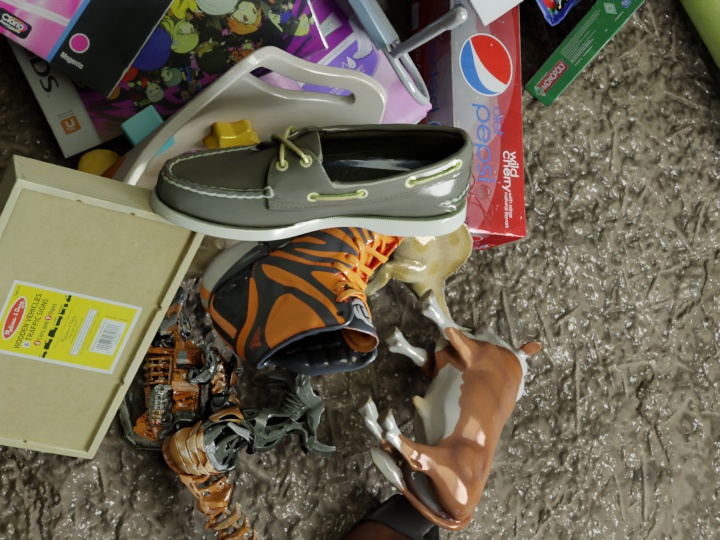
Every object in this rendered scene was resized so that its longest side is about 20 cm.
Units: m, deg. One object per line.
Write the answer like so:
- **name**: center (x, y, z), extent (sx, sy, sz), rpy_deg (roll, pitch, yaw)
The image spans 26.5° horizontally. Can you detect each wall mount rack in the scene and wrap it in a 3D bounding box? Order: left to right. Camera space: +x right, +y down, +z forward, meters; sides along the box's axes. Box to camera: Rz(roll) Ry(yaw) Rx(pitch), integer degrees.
- **wall mount rack**: center (0.016, -0.213, 1.059), extent (0.074, 0.174, 0.201), rpy_deg (-31, 97, 12)

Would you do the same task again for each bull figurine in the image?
- **bull figurine**: center (0.068, 0.093, 1.125), extent (0.121, 0.065, 0.201), rpy_deg (39, 42, -18)

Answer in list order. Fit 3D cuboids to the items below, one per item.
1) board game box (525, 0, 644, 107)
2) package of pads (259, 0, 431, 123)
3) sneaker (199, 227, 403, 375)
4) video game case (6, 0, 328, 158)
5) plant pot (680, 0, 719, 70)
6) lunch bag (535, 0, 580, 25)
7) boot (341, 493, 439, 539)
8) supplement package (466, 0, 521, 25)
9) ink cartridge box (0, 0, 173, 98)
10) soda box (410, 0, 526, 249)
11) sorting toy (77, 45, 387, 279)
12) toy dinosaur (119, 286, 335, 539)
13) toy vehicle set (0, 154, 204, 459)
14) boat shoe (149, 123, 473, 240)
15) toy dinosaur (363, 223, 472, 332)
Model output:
- **board game box**: center (0.213, -0.223, 1.216), extent (0.029, 0.200, 0.135), rpy_deg (40, 63, 0)
- **package of pads**: center (-0.049, -0.159, 1.125), extent (0.120, 0.076, 0.200), rpy_deg (-44, 104, -32)
- **sneaker**: center (0.000, 0.000, 1.000), extent (0.200, 0.112, 0.078), rpy_deg (-37, 140, -4)
- **video game case**: center (-0.144, -0.193, 1.012), extent (0.199, 0.036, 0.182), rpy_deg (-22, 118, -1)
- **plant pot**: center (0.381, -0.214, 1.333), extent (0.200, 0.200, 0.185), rpy_deg (-37, 88, -29)
- **lunch bag**: center (0.128, -0.312, 1.220), extent (0.200, 0.094, 0.151), rpy_deg (46, 25, -6)
- **boot**: center (0.022, 0.260, 1.044), extent (0.200, 0.188, 0.069), rpy_deg (-40, 147, -31)
- **supplement package**: center (0.085, -0.265, 1.035), extent (0.109, 0.200, 0.114), rpy_deg (-33, 76, 8)
- **ink cartridge box**: center (-0.146, -0.216, 0.962), extent (0.094, 0.037, 0.200), rpy_deg (30, 104, -23)
- **soda box**: center (0.084, -0.120, 1.202), extent (0.070, 0.063, 0.202), rpy_deg (5, 80, -28)
- **sorting toy**: center (-0.077, -0.076, 1.012), extent (0.199, 0.180, 0.107), rpy_deg (11, 48, -43)
- **toy dinosaur**: center (-0.094, 0.108, 1.059), extent (0.135, 0.102, 0.201), rpy_deg (-18, 105, -7)
- **toy vehicle set**: center (-0.192, 0.029, 0.960), extent (0.124, 0.201, 0.027), rpy_deg (15, 31, -28)
- **boat shoe**: center (-0.028, -0.060, 0.936), extent (0.200, 0.061, 0.072), rpy_deg (-1, 40, -14)
- **toy dinosaur**: center (0.034, -0.007, 1.131), extent (0.100, 0.058, 0.201), rpy_deg (-7, 129, 4)
